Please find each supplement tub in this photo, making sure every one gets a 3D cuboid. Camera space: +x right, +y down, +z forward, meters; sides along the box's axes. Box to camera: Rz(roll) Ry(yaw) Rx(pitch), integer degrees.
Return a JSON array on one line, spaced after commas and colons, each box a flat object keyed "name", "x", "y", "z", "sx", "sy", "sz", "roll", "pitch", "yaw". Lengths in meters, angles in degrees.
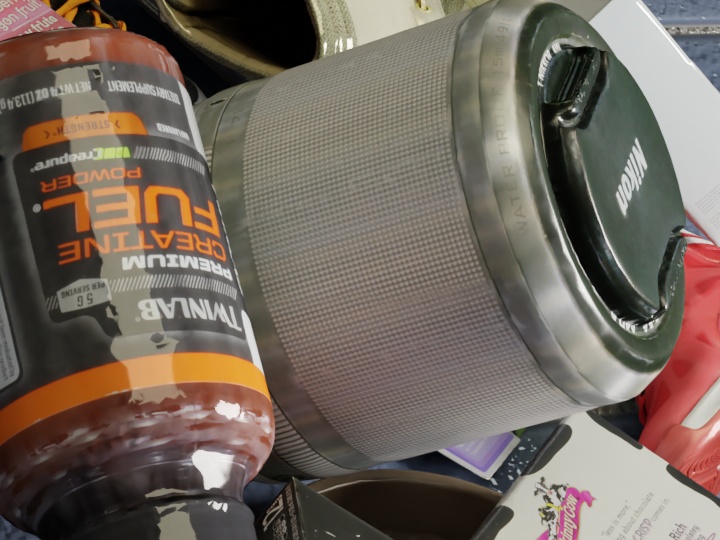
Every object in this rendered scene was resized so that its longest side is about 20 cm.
[{"name": "supplement tub", "x": -0.091, "y": 0.022, "z": 1.043, "sx": 0.107, "sy": 0.107, "sz": 0.200, "roll": -2, "pitch": 65, "yaw": -33}]

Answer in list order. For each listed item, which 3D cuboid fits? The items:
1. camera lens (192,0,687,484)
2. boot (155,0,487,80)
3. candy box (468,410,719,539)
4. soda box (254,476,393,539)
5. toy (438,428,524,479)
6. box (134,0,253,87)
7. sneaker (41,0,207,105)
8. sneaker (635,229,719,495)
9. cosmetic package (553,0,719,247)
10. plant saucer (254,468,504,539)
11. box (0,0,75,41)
[{"name": "camera lens", "x": 0.016, "y": -0.009, "z": 1.144, "sx": 0.160, "sy": 0.200, "sz": 0.160, "roll": 43, "pitch": 38, "yaw": -47}, {"name": "boot", "x": -0.042, "y": -0.143, "z": 1.280, "sx": 0.200, "sy": 0.072, "sz": 0.155, "roll": 45, "pitch": 25, "yaw": 25}, {"name": "candy box", "x": 0.128, "y": 0.156, "z": 1.128, "sx": 0.200, "sy": 0.061, "sz": 0.136, "roll": 35, "pitch": 38, "yaw": 8}, {"name": "soda box", "x": -0.007, "y": 0.147, "z": 0.988, "sx": 0.071, "sy": 0.063, "sz": 0.200, "roll": 34, "pitch": 13, "yaw": -15}, {"name": "toy", "x": 0.000, "y": 0.000, "z": 1.285, "sx": 0.200, "sy": 0.047, "sz": 0.115, "roll": 35, "pitch": 36, "yaw": 7}, {"name": "box", "x": -0.027, "y": -0.108, "z": 1.364, "sx": 0.110, "sy": 0.035, "sz": 0.200, "roll": -4, "pitch": 39, "yaw": -50}, {"name": "sneaker", "x": -0.152, "y": -0.110, "z": 1.294, "sx": 0.200, "sy": 0.077, "sz": 0.078, "roll": 27, "pitch": 36, "yaw": -3}, {"name": "sneaker", "x": 0.126, "y": 0.037, "z": 1.314, "sx": 0.115, "sy": 0.078, "sz": 0.200, "roll": 26, "pitch": 25, "yaw": 11}, {"name": "cosmetic package", "x": 0.101, "y": -0.114, "z": 1.375, "sx": 0.151, "sy": 0.052, "sz": 0.200, "roll": 47, "pitch": 3, "yaw": -38}, {"name": "plant saucer", "x": 0.038, "y": 0.160, "z": 1.141, "sx": 0.200, "sy": 0.029, "sz": 0.200, "roll": 16, "pitch": 40, "yaw": -14}, {"name": "box", "x": -0.203, "y": -0.042, "z": 1.165, "sx": 0.095, "sy": 0.103, "sz": 0.200, "roll": 36, "pitch": 39, "yaw": 10}]
